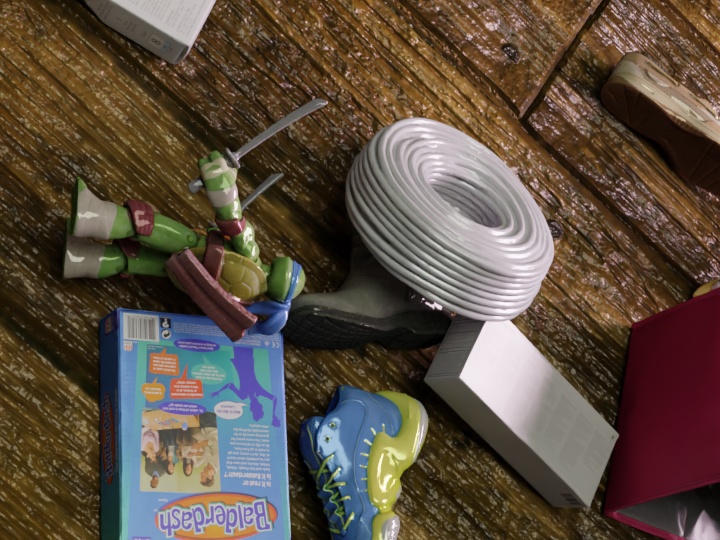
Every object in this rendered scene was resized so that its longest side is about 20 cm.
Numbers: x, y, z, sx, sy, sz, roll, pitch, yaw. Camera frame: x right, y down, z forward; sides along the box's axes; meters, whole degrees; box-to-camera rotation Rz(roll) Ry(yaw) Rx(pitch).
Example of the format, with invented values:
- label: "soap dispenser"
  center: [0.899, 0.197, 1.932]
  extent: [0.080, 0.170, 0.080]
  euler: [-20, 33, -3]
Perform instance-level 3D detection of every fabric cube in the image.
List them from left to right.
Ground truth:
- label: "fabric cube"
  center: [0.371, 0.149, 1.586]
  extent: [0.200, 0.196, 0.200]
  euler: [23, 63, -21]

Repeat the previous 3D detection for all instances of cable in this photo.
- label: "cable"
  center: [0.081, -0.046, 1.486]
  extent: [0.200, 0.069, 0.200]
  euler: [40, 30, 7]

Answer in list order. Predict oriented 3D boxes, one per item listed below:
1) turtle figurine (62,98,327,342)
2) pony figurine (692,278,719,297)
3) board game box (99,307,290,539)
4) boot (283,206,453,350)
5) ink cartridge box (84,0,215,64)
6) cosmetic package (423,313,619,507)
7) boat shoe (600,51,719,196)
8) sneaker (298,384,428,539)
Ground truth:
- label: "turtle figurine"
  center: [-0.140, -0.048, 1.391]
  extent: [0.193, 0.144, 0.200]
  euler: [6, 91, -14]
- label: "pony figurine"
  center: [0.439, -0.014, 1.700]
  extent: [0.193, 0.200, 0.167]
  euler: [-13, 74, -48]
- label: "board game box"
  center: [-0.135, 0.137, 1.390]
  extent: [0.152, 0.045, 0.200]
  euler: [7, 70, -28]
- label: "boot"
  center: [0.000, 0.000, 1.497]
  extent: [0.200, 0.068, 0.131]
  euler: [5, 68, -45]
- label: "ink cartridge box"
  center: [-0.209, -0.298, 1.493]
  extent: [0.200, 0.047, 0.160]
  euler: [30, 62, -12]
- label: "cosmetic package"
  center: [0.146, 0.124, 1.525]
  extent: [0.200, 0.051, 0.083]
  euler: [45, 59, -28]
- label: "boat shoe"
  center: [0.339, -0.148, 1.732]
  extent: [0.200, 0.071, 0.065]
  euler: [38, 56, -9]
- label: "sneaker"
  center: [-0.016, 0.184, 1.436]
  extent: [0.105, 0.076, 0.200]
  euler: [24, 56, -8]
